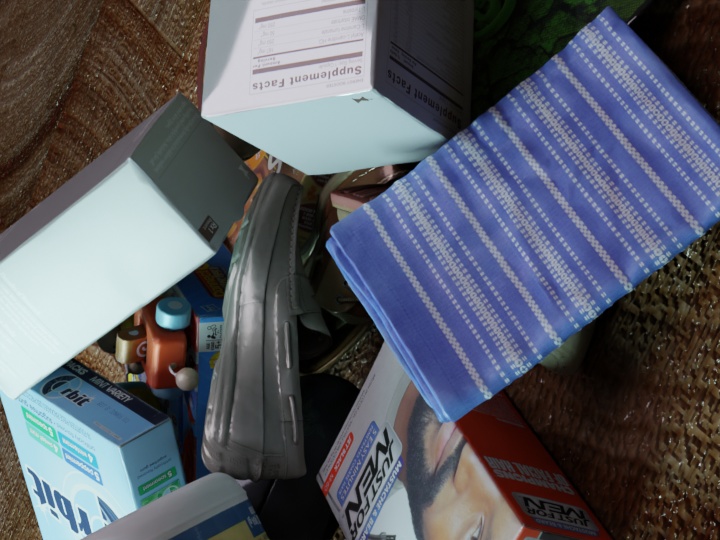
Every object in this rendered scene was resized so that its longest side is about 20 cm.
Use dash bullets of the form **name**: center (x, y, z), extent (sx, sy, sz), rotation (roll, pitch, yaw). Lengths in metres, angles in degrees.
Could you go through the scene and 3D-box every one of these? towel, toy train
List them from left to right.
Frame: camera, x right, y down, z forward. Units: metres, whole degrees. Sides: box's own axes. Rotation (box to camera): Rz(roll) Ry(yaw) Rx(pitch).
- **toy train**: center (-0.160, 0.083, 1.132), extent (0.150, 0.055, 0.200), rotation (-118, 31, -48)
- **towel**: center (0.086, -0.031, 0.836), extent (0.200, 0.024, 0.145), rotation (-39, 51, 8)

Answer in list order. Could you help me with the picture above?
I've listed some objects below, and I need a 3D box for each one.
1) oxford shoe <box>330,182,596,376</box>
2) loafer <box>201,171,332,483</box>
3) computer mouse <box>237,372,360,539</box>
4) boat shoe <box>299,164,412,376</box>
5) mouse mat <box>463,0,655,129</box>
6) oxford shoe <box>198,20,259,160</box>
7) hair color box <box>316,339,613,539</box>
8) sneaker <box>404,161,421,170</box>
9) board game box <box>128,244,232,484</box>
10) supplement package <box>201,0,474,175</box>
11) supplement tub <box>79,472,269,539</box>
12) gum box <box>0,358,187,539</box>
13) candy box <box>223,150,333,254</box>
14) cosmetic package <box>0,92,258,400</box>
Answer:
- **oxford shoe**: center (0.050, 0.001, 0.918), extent (0.200, 0.070, 0.075), rotation (28, 121, 48)
- **loafer**: center (-0.052, 0.034, 1.017), extent (0.070, 0.070, 0.201), rotation (114, 165, -67)
- **computer mouse**: center (-0.053, 0.157, 1.028), extent (0.200, 0.138, 0.053), rotation (-68, -17, -7)
- **boat shoe**: center (0.000, 0.000, 1.062), extent (0.200, 0.075, 0.074), rotation (124, 144, -47)
- **mouse mat**: center (0.091, -0.170, 0.922), extent (0.200, 0.008, 0.161), rotation (-47, 56, 11)
- **oxford shoe**: center (-0.054, -0.169, 1.118), extent (0.075, 0.070, 0.201), rotation (15, 89, 53)
- **hair color box**: center (0.049, 0.129, 0.894), extent (0.111, 0.064, 0.200), rotation (-64, 29, 17)
- **sneaker**: center (0.064, -0.137, 0.987), extent (0.074, 0.087, 0.201), rotation (-15, 62, 60)
- **board game box**: center (-0.118, 0.083, 1.181), extent (0.200, 0.056, 0.196), rotation (-135, 45, -61)
- **supplement package**: center (-0.007, -0.167, 0.912), extent (0.109, 0.114, 0.201), rotation (-5, 72, 30)
- **supplement tub**: center (-0.092, 0.233, 0.939), extent (0.145, 0.144, 0.200), rotation (-35, 81, 51)
- **gum box**: center (-0.172, 0.164, 1.127), extent (0.170, 0.044, 0.200), rotation (24, 133, 46)
- **candy box**: center (-0.039, -0.078, 1.188), extent (0.200, 0.055, 0.116), rotation (-59, 31, 26)
- **cosmetic package**: center (-0.171, -0.015, 1.063), extent (0.200, 0.090, 0.107), rotation (-37, 15, 26)
